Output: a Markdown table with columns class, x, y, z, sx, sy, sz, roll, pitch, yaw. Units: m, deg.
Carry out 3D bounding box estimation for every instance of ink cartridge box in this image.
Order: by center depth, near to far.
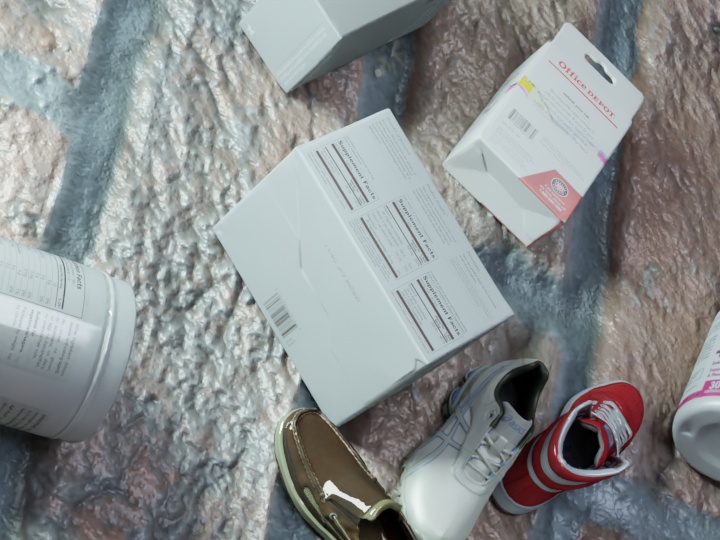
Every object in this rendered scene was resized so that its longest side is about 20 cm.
| class | x | y | z | sx | sy | sz | roll | pitch | yaw |
| --- | --- | --- | --- | --- | --- | --- | --- | --- | --- |
| ink cartridge box | 0.178 | -0.133 | 1.816 | 0.116 | 0.067 | 0.200 | 44 | 52 | -7 |

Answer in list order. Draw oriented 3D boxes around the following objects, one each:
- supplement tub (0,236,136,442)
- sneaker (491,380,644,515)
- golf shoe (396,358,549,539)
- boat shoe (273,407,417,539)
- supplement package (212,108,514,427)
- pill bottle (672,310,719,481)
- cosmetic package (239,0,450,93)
| class | x | y | z | sx | sy | sz | roll | pitch | yaw |
| --- | --- | --- | --- | --- | --- | --- | --- | --- | --- |
| supplement tub | -0.278 | 0.038 | 1.381 | 0.199 | 0.132 | 0.133 | 20 | 57 | -25 |
| sneaker | 0.209 | 0.141 | 1.665 | 0.200 | 0.112 | 0.071 | -32 | 87 | -40 |
| golf shoe | 0.097 | 0.149 | 1.599 | 0.078 | 0.097 | 0.200 | 37 | 53 | -15 |
| boat shoe | 0.005 | 0.193 | 1.526 | 0.075 | 0.075 | 0.203 | -26 | 83 | -40 |
| supplement package | 0.000 | 0.000 | 1.570 | 0.111 | 0.156 | 0.201 | -26 | 82 | -39 |
| pill bottle | 0.375 | 0.095 | 1.800 | 0.113 | 0.113 | 0.200 | 39 | 50 | -11 |
| cosmetic package | -0.001 | -0.248 | 1.731 | 0.200 | 0.107 | 0.090 | -35 | 87 | -38 |
